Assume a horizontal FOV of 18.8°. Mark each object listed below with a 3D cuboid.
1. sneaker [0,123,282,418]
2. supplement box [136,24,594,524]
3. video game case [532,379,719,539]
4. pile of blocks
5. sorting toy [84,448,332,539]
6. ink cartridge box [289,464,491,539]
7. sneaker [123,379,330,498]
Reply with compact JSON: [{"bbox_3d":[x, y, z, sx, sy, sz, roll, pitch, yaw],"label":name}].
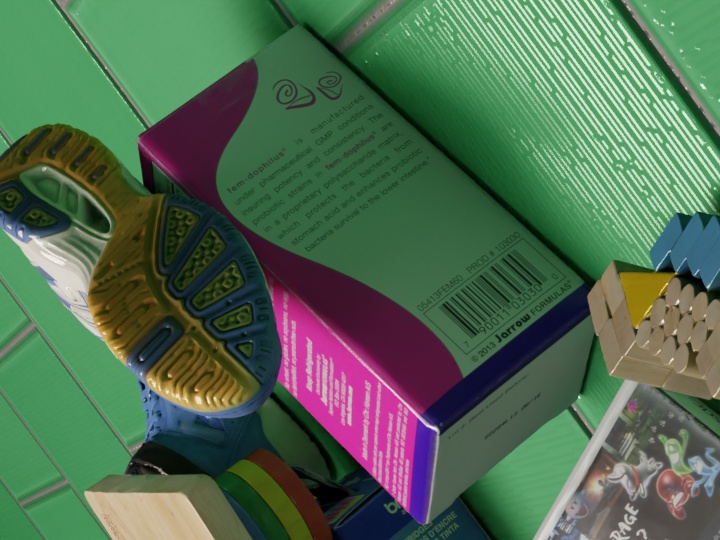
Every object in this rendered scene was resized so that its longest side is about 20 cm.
[{"bbox_3d":[-0.088,0.009,0.968,0.200,0.075,0.088,43,169,41],"label":"sneaker"},{"bbox_3d":[0.000,0.000,0.988,0.200,0.101,0.103,45,157,21],"label":"supplement box"},{"bbox_3d":[0.140,0.172,0.921,0.182,0.023,0.200,40,117,28],"label":"video game case"},{"bbox_3d":[0.154,0.015,0.782,0.062,0.082,0.200,14,-179,-21],"label":"pile of blocks"},{"bbox_3d":[-0.050,0.188,1.221,0.200,0.070,0.199,58,158,-8],"label":"sorting toy"},{"bbox_3d":[0.029,0.184,1.253,0.200,0.076,0.136,55,158,-2],"label":"ink cartridge box"},{"bbox_3d":[-0.123,0.096,1.370,0.200,0.111,0.077,46,158,16],"label":"sneaker"}]
